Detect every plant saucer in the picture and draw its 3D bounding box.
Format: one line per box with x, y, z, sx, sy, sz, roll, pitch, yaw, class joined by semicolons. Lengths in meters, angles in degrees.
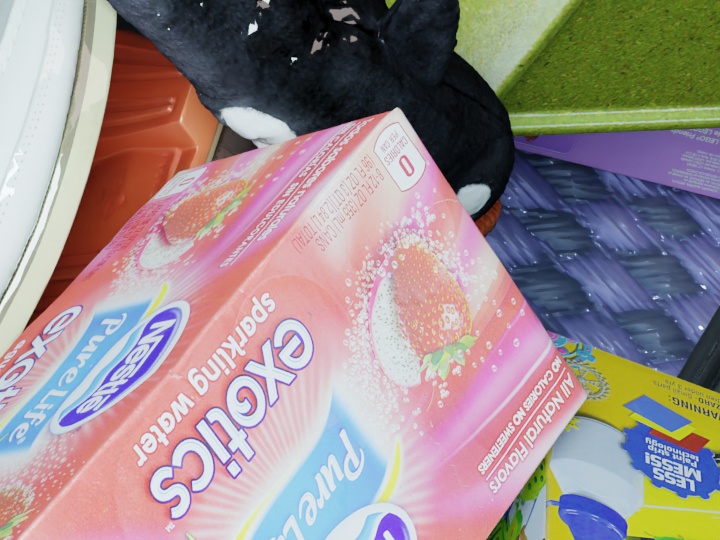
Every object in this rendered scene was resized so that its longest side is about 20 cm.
0.115;-0.100;0.824;0.200;0.200;0.048;-4;63;-27;plant saucer

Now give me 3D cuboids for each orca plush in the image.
-0.007;-0.079;0.722;0.200;0.071;0.105;46;32;-30;orca plush

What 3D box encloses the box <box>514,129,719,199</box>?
0.101;-0.096;1.099;0.200;0.039;0.137;12;36;-21;box

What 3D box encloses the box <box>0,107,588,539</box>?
-0.044;0.063;0.633;0.103;0.095;0.200;56;51;-19;box

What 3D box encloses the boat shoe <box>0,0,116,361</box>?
-0.121;-0.006;0.693;0.068;0.075;0.200;19;77;-17;boat shoe

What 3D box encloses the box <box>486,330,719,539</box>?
0.116;0.147;0.687;0.200;0.122;0.193;20;34;-10;box

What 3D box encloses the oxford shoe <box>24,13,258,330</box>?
-0.060;0.011;0.752;0.071;0.200;0.073;2;-23;39;oxford shoe

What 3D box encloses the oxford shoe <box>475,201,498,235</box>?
0.000;0.000;0.852;0.071;0.073;0.200;27;22;-8;oxford shoe

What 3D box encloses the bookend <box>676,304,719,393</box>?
0.251;0.063;0.926;0.200;0.092;0.199;-13;49;-44;bookend
